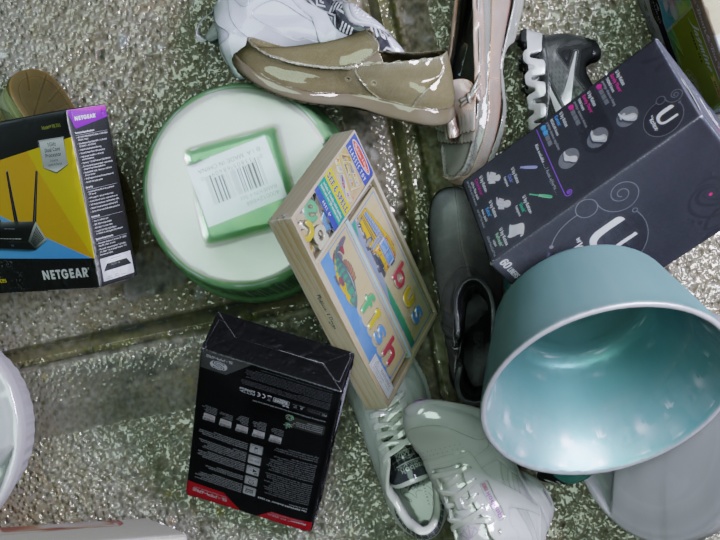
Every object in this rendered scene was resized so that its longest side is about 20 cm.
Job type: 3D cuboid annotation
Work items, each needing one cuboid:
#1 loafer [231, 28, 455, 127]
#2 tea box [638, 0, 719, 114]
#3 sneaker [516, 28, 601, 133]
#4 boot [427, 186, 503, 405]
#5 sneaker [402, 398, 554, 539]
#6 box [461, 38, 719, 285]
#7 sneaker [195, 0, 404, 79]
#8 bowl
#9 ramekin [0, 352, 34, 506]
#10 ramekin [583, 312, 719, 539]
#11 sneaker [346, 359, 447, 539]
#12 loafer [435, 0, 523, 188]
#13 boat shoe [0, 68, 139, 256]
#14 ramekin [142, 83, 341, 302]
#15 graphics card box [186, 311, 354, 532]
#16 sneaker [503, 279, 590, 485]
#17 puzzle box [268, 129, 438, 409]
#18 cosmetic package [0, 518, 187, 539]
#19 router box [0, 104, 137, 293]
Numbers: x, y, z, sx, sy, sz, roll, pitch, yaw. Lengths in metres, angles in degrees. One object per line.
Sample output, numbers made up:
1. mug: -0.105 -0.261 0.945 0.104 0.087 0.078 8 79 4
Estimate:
1. loafer: -0.011 -0.176 1.093 0.197 0.076 0.068 10 107 -8
2. tea box: 0.362 -0.227 1.070 0.198 0.197 0.135 -20 87 3
3. sneaker: 0.190 -0.120 1.142 0.089 0.066 0.203 -4 86 8
4. boot: 0.099 0.015 1.108 0.069 0.132 0.203 -10 82 3
5. sneaker: 0.103 0.189 1.086 0.074 0.100 0.200 -21 123 36
6. box: 0.201 -0.064 1.027 0.199 0.107 0.122 -36 131 20
7. sneaker: -0.053 -0.206 1.160 0.199 0.075 0.115 37 98 1
8. bowl: 0.180 0.057 0.988 0.198 0.202 0.106 -14 47 3
9. ramekin: -0.389 0.145 1.151 0.199 0.094 0.206 0 88 3
10. ramekin: 0.276 0.125 1.074 0.093 0.201 0.206 0 88 -35
11. sneaker: 0.033 0.141 1.139 0.076 0.080 0.202 -22 86 4
12. loafer: 0.094 -0.178 1.140 0.062 0.071 0.203 14 86 -37
13. boat shoe: -0.274 -0.086 1.178 0.063 0.073 0.202 -32 91 47
14. ramekin: -0.101 -0.072 1.143 0.197 0.098 0.203 0 89 4
15. graphics card box: -0.082 0.136 1.103 0.124 0.051 0.202 16 134 5
16. sneaker: 0.154 0.089 1.110 0.071 0.080 0.203 2 66 -38
17. puzzle box: 0.000 0.000 1.084 0.025 0.134 0.201 -7 123 32
18. cosmetic package: -0.258 0.275 1.097 0.198 0.087 0.105 6 89 -36
19. router box: -0.293 -0.058 1.120 0.198 0.051 0.151 -4 99 37
